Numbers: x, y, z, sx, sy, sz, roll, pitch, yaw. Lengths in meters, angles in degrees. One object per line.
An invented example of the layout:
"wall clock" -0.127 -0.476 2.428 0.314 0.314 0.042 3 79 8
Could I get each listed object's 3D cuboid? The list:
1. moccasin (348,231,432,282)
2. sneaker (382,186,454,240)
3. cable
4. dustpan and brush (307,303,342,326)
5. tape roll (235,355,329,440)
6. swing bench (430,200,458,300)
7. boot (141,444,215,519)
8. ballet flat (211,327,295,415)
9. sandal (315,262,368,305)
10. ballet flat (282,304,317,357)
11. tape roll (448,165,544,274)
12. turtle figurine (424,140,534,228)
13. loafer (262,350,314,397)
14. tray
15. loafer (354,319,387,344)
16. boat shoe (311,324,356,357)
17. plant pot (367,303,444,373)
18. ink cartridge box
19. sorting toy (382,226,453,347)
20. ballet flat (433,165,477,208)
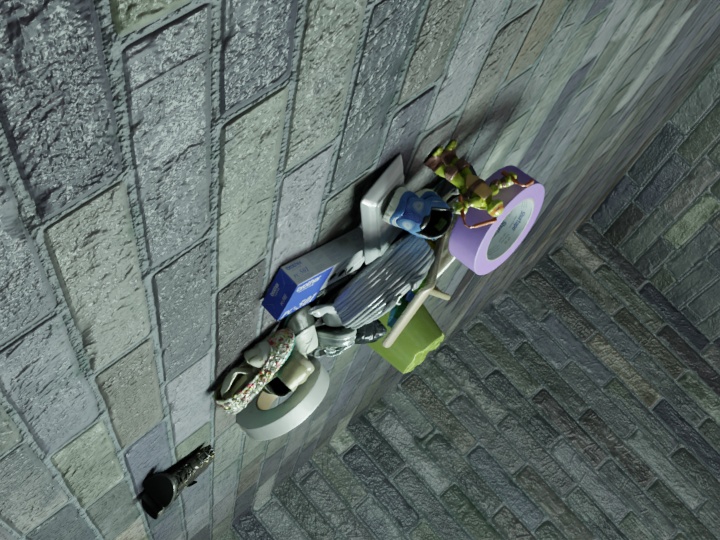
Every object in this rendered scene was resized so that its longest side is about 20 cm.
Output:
"moccasin" 0.054 -0.011 1.667 0.200 0.068 0.080 -40 169 1
"sneaker" 0.108 -0.082 1.392 0.079 0.089 0.200 -62 161 15
"cable" 0.036 0.018 1.453 0.200 0.069 0.200 -38 -174 34
"dustpan and brush" -0.039 0.074 1.601 0.139 0.058 0.200 -7 -170 29
"tape roll" -0.154 0.249 1.697 0.202 0.037 0.203 -29 -155 14
"swing bench" 0.170 -0.047 1.789 0.199 0.130 0.200 -47 161 19
"boot" -0.374 0.425 1.814 0.174 0.069 0.200 -40 171 -39
"ballet flat" -0.195 0.180 1.553 0.064 0.076 0.200 27 106 -40
"sandal" 0.000 0.000 1.582 0.200 0.048 0.075 -43 167 11
"ballet flat" -0.116 0.134 1.624 0.068 0.068 0.200 -33 163 -34
"tape roll" 0.251 -0.091 1.585 0.200 0.066 0.200 -39 153 -24
"turtle figurine" 0.194 -0.146 1.461 0.200 0.161 0.064 -34 164 -36
"loafer" -0.158 0.199 1.614 0.068 0.076 0.200 -49 -172 -31
"tray" 0.042 -0.091 1.384 0.107 0.022 0.200 -50 160 -21
"loafer" -0.011 0.119 1.738 0.070 0.068 0.200 7 177 -23
"boat shoe" -0.056 0.137 1.667 0.074 0.065 0.202 -15 -179 -25
"plant pot" 0.075 0.116 1.867 0.200 0.190 0.200 -40 167 -11
"ink cartridge box" -0.067 0.003 1.413 0.200 0.044 0.094 -29 160 -46
"sorting toy" 0.099 0.022 1.581 0.185 0.036 0.200 -58 -175 44
"ballet flat" 0.144 -0.122 1.596 0.200 0.073 0.073 -40 167 -13
